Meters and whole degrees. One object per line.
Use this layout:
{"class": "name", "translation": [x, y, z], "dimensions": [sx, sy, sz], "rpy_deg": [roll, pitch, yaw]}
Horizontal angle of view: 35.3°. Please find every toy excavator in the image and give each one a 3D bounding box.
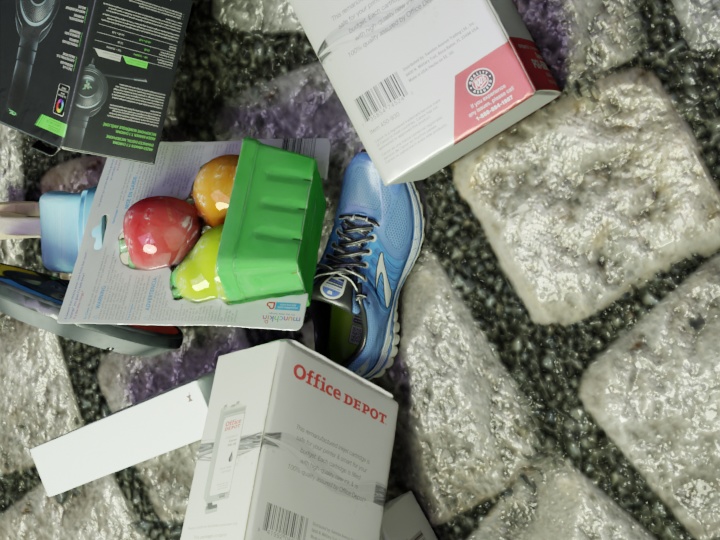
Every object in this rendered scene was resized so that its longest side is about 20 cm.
{"class": "toy excavator", "translation": [-0.272, -0.042, 1.059], "dimensions": [0.198, 0.195, 0.101], "rpy_deg": [1, 99, -2]}

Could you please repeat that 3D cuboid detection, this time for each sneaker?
{"class": "sneaker", "translation": [0.000, 0.000, 0.943], "dimensions": [0.078, 0.089, 0.202], "rpy_deg": [9, 99, 25]}

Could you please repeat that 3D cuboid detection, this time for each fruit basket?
{"class": "fruit basket", "translation": [-0.129, -0.029, 0.917], "dimensions": [0.198, 0.094, 0.187], "rpy_deg": [-3, 55, 15]}

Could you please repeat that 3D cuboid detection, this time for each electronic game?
{"class": "electronic game", "translation": [-0.254, 0.031, 1.015], "dimensions": [0.199, 0.200, 0.042], "rpy_deg": [20, 90, 23]}

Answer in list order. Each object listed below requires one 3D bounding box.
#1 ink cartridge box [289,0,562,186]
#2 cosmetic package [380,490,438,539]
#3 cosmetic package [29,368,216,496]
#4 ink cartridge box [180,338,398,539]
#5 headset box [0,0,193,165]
{"class": "ink cartridge box", "translation": [0.045, -0.191, 0.897], "dimensions": [0.146, 0.083, 0.201], "rpy_deg": [-29, 84, 26]}
{"class": "cosmetic package", "translation": [-0.020, 0.290, 0.997], "dimensions": [0.199, 0.085, 0.108], "rpy_deg": [-34, 83, 25]}
{"class": "cosmetic package", "translation": [-0.171, 0.132, 1.013], "dimensions": [0.199, 0.151, 0.052], "rpy_deg": [-24, 86, 28]}
{"class": "ink cartridge box", "translation": [-0.054, 0.176, 0.893], "dimensions": [0.082, 0.146, 0.202], "rpy_deg": [-16, 54, 40]}
{"class": "headset box", "translation": [-0.234, -0.194, 0.941], "dimensions": [0.173, 0.092, 0.202], "rpy_deg": [24, 102, 43]}
